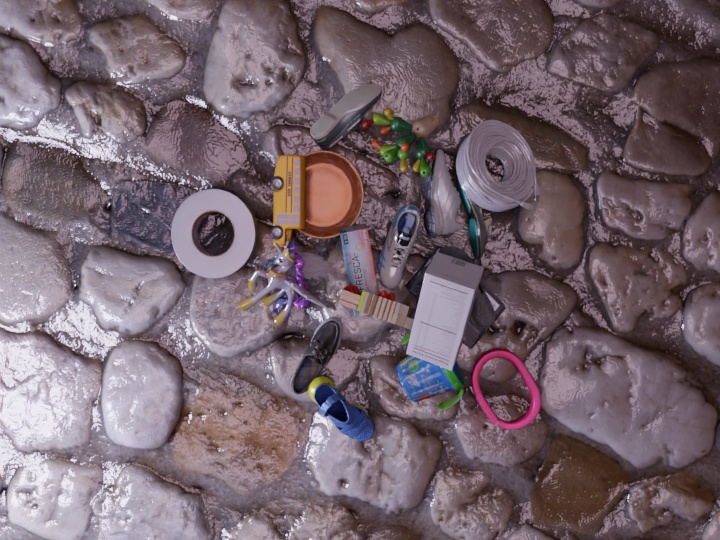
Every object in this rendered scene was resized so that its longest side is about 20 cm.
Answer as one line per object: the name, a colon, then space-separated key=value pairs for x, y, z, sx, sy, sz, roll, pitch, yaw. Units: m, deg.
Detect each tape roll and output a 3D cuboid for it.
tape roll: x=-0.338 y=-0.086 z=1.599 sx=0.194 sy=0.066 sz=0.207 roll=0 pitch=93 yaw=-1

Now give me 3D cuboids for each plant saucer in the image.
plant saucer: x=-0.088 y=-0.177 z=1.611 sx=0.194 sy=0.037 sz=0.207 roll=0 pitch=94 yaw=0

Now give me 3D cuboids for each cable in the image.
cable: x=0.312 y=-0.237 z=1.567 sx=0.195 sy=0.069 sz=0.206 roll=7 pitch=76 yaw=-20

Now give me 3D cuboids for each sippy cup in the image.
sippy cup: x=0.158 y=0.236 z=1.596 sx=0.128 sy=0.139 sz=0.181 roll=-27 pitch=69 yaw=11

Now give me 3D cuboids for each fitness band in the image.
fitness band: x=0.346 y=0.286 z=1.640 sx=0.142 sy=0.037 sz=0.203 roll=-33 pitch=94 yaw=1

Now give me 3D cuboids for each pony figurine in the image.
pony figurine: x=-0.158 y=0.032 z=1.563 sx=0.190 sy=0.169 sz=0.200 roll=26 pitch=121 yaw=-30

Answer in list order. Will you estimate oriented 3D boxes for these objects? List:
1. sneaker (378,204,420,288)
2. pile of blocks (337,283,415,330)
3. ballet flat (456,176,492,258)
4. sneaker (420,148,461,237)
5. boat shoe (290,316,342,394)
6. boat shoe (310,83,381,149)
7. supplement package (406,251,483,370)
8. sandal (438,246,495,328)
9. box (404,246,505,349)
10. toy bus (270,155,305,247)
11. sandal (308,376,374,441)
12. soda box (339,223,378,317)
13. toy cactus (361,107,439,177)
sneaker: x=0.089 y=-0.056 z=1.602 sx=0.070 sy=0.072 sz=0.205 roll=16 pitch=94 yaw=-3
pile of blocks: x=0.039 y=0.073 z=1.528 sx=0.196 sy=0.082 sz=0.064 roll=19 pitch=88 yaw=21
ballet flat: x=0.277 y=-0.133 z=1.602 sx=0.062 sy=0.067 sz=0.206 roll=-15 pitch=93 yaw=-7
sneaker: x=0.191 y=-0.182 z=1.606 sx=0.085 sy=0.074 sz=0.206 roll=-5 pitch=96 yaw=-17
boat shoe: x=-0.103 y=0.206 z=1.621 sx=0.068 sy=0.057 sz=0.203 roll=29 pitch=93 yaw=-2
boat shoe: x=-0.027 y=-0.359 z=1.600 sx=0.199 sy=0.073 sz=0.062 roll=-39 pitch=136 yaw=-5
supplement package: x=0.178 y=0.087 z=1.456 sx=0.111 sy=0.110 sz=0.205 roll=18 pitch=119 yaw=12
sandal: x=0.238 y=0.033 z=1.505 sx=0.074 sy=0.048 sz=0.203 roll=-32 pitch=93 yaw=1
box: x=0.217 y=0.059 z=1.588 sx=0.199 sy=0.115 sz=0.133 roll=43 pitch=91 yaw=-4
toy bus: x=-0.163 y=-0.156 z=1.561 sx=0.076 sy=0.065 sz=0.206 roll=1 pitch=93 yaw=-2
sandal: x=-0.041 y=0.338 z=1.602 sx=0.199 sy=0.087 sz=0.080 roll=42 pitch=90 yaw=-21
soda box: x=0.000 y=0.000 z=1.590 sx=0.066 sy=0.064 sz=0.206 roll=-10 pitch=104 yaw=0
toy cactus: x=0.112 y=-0.312 z=1.574 sx=0.164 sy=0.103 sz=0.200 roll=-37 pitch=64 yaw=-18
